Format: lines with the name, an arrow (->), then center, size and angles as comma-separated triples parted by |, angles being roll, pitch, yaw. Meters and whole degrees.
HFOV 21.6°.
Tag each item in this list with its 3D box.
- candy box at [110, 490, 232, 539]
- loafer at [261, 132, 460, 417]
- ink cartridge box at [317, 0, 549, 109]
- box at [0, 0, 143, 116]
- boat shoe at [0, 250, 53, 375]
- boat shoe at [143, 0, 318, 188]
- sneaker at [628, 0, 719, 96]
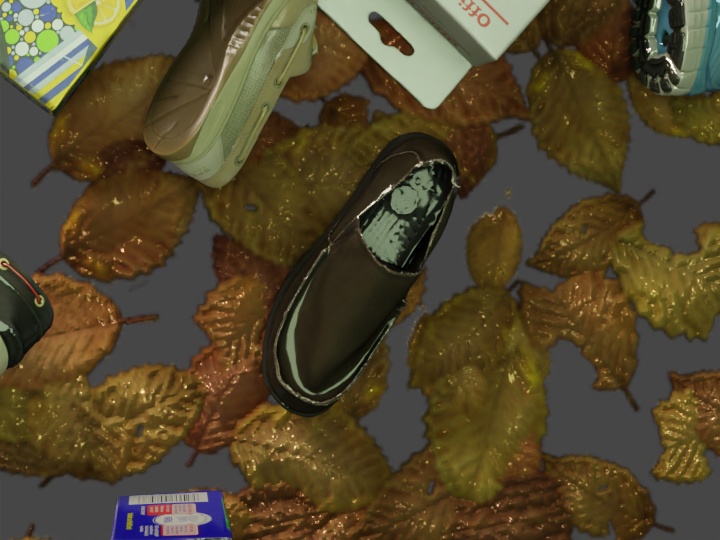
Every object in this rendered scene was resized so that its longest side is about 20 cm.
candy box -> -0.111, 0.246, 1.137 | 0.077, 0.169, 0.201 | -1, 93, -6
loafer -> 0.000, 0.000, 1.196 | 0.073, 0.071, 0.201 | 28, 87, -9
ink cartridge box -> 0.078, -0.212, 1.204 | 0.116, 0.067, 0.200 | 42, 85, -9
box -> -0.156, -0.195, 1.167 | 0.070, 0.064, 0.200 | 37, 86, -8
boat shoe -> -0.275, -0.019, 1.157 | 0.201, 0.074, 0.063 | 44, 49, 1
boat shoe -> -0.063, -0.148, 1.189 | 0.065, 0.072, 0.201 | 34, 80, -45
sneaker -> 0.231, -0.213, 1.239 | 0.090, 0.078, 0.201 | 3, 95, -28
